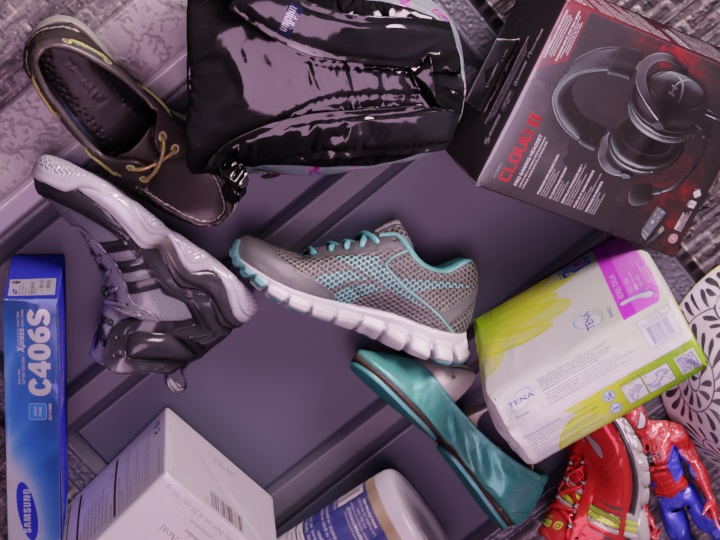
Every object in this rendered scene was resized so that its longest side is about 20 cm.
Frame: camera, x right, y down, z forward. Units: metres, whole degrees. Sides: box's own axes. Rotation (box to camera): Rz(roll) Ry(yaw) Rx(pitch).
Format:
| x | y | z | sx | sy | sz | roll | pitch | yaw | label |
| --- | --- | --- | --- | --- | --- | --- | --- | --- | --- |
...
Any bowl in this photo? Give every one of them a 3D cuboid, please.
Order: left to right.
| x | y | z | sx | sy | sz | roll | pitch | yaw | label |
| --- | --- | --- | --- | --- | --- | --- | --- | --- | --- |
| 0.336 | 0.087 | 1.685 | 0.199 | 0.094 | 0.202 | -1 | 110 | -3 | bowl |

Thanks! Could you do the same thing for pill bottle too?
| x | y | z | sx | sy | sz | roll | pitch | yaw | label |
| --- | --- | --- | --- | --- | --- | --- | --- | --- | --- |
| -0.029 | 0.252 | 1.706 | 0.199 | 0.111 | 0.111 | -34 | 109 | 8 | pill bottle |

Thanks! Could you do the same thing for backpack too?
| x | y | z | sx | sy | sz | roll | pitch | yaw | label |
| --- | --- | --- | --- | --- | --- | --- | --- | --- | --- |
| -0.024 | -0.144 | 1.554 | 0.199 | 0.127 | 0.168 | 0 | 113 | -3 | backpack |

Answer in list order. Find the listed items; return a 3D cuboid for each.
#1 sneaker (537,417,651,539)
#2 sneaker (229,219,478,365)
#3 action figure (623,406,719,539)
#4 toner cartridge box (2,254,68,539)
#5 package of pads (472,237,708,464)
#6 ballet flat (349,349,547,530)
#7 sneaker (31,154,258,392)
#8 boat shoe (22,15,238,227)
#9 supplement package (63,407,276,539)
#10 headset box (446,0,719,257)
| x | y | z | sx | sy | sz | roll | pitch | yaw | label |
| --- | --- | --- | --- | --- | --- | --- | --- | --- | --- |
| 0.177 | 0.182 | 1.705 | 0.085 | 0.077 | 0.201 | -18 | 111 | -19 | sneaker |
| 0.000 | 0.000 | 1.648 | 0.199 | 0.078 | 0.092 | 20 | 92 | -15 | sneaker |
| 0.255 | 0.186 | 1.735 | 0.065 | 0.052 | 0.201 | -18 | 111 | 30 | action figure |
| -0.243 | 0.097 | 1.642 | 0.043 | 0.095 | 0.201 | 1 | 109 | -4 | toner cartridge box |
| 0.159 | 0.053 | 1.601 | 0.154 | 0.200 | 0.068 | -30 | 104 | 7 | package of pads |
| 0.075 | 0.113 | 1.695 | 0.070 | 0.067 | 0.200 | -45 | 110 | -8 | ballet flat |
| -0.179 | 0.008 | 1.614 | 0.200 | 0.075 | 0.114 | 37 | 89 | -19 | sneaker |
| -0.167 | -0.099 | 1.594 | 0.072 | 0.061 | 0.201 | -43 | 107 | 11 | boat shoe |
| -0.174 | 0.231 | 1.682 | 0.121 | 0.120 | 0.200 | 42 | 102 | -18 | supplement package |
| 0.168 | -0.115 | 1.586 | 0.199 | 0.077 | 0.149 | 19 | 108 | -26 | headset box |
